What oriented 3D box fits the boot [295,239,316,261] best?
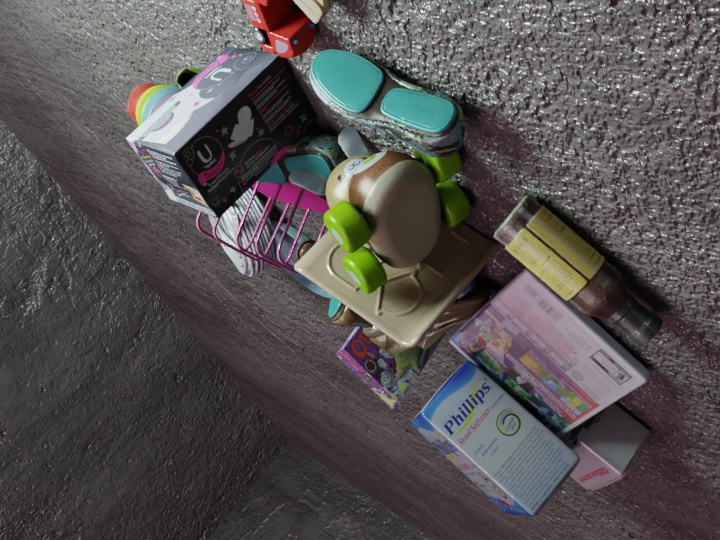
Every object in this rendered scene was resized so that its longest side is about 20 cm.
[{"bbox_3d":[0.000,0.020,1.338,0.186,0.064,0.200,37,171,-30],"label":"boot"}]

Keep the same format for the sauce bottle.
[{"bbox_3d":[0.236,0.005,0.862,0.200,0.065,0.065,43,161,3],"label":"sauce bottle"}]

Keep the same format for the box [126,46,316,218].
[{"bbox_3d":[-0.183,-0.189,1.051,0.132,0.200,0.115,22,151,43],"label":"box"}]

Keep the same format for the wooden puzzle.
[{"bbox_3d":[0.045,-0.011,1.010,0.199,0.185,0.046,32,155,25],"label":"wooden puzzle"}]

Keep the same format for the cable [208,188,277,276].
[{"bbox_3d":[-0.230,-0.087,1.501,0.200,0.069,0.201,40,152,47],"label":"cable"}]

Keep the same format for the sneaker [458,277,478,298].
[{"bbox_3d":[0.073,-0.023,1.105,0.199,0.077,0.085,26,151,37],"label":"sneaker"}]

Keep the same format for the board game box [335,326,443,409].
[{"bbox_3d":[0.057,0.101,1.216,0.120,0.200,0.032,41,138,-2],"label":"board game box"}]

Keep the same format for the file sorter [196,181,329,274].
[{"bbox_3d":[-0.134,-0.075,1.228,0.199,0.126,0.139,18,172,38],"label":"file sorter"}]

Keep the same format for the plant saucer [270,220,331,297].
[{"bbox_3d":[-0.115,-0.026,1.527,0.200,0.027,0.200,37,160,16],"label":"plant saucer"}]

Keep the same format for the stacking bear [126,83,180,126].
[{"bbox_3d":[-0.324,-0.258,1.329,0.200,0.121,0.114,33,162,46],"label":"stacking bear"}]

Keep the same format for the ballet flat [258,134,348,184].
[{"bbox_3d":[-0.095,-0.160,1.115,0.199,0.074,0.074,9,145,36],"label":"ballet flat"}]

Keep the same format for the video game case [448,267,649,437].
[{"bbox_3d":[0.237,0.110,1.029,0.200,0.023,0.182,43,135,3],"label":"video game case"}]

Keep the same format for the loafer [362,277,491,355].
[{"bbox_3d":[0.101,0.066,1.134,0.199,0.076,0.068,-19,119,28],"label":"loafer"}]

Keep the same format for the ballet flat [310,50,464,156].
[{"bbox_3d":[0.028,-0.175,0.862,0.200,0.074,0.074,35,160,29],"label":"ballet flat"}]

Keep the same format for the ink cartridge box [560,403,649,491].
[{"bbox_3d":[0.298,0.217,1.164,0.200,0.083,0.145,38,160,11],"label":"ink cartridge box"}]

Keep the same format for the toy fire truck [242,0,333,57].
[{"bbox_3d":[-0.075,-0.301,0.834,0.141,0.049,0.200,29,157,31],"label":"toy fire truck"}]

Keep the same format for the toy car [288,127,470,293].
[{"bbox_3d":[0.004,-0.104,0.964,0.200,0.164,0.158,43,165,37],"label":"toy car"}]

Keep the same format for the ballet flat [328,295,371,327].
[{"bbox_3d":[0.000,0.000,1.085,0.072,0.201,0.068,24,130,-21],"label":"ballet flat"}]

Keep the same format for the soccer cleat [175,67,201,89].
[{"bbox_3d":[-0.196,-0.224,1.183,0.200,0.068,0.081,42,-168,1],"label":"soccer cleat"}]

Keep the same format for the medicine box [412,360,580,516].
[{"bbox_3d":[0.182,0.240,1.126,0.200,0.103,0.182,41,168,10],"label":"medicine box"}]
